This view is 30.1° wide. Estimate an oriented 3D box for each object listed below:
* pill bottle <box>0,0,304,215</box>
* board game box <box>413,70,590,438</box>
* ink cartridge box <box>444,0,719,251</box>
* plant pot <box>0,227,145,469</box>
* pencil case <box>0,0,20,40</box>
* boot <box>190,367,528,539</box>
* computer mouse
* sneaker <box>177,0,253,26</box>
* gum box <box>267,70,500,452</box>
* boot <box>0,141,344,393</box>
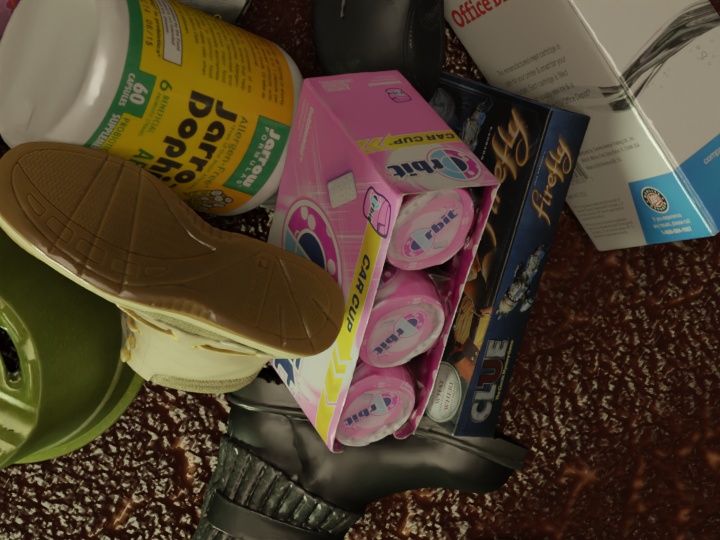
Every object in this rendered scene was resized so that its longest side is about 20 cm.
[{"bbox_3d":[-0.103,-0.095,0.788,0.200,0.113,0.113,17,100,-45],"label":"pill bottle"},{"bbox_3d":[0.057,-0.016,0.830,0.034,0.135,0.201,8,103,-37],"label":"board game box"},{"bbox_3d":[0.150,-0.118,0.807,0.086,0.146,0.200,-35,98,-16],"label":"ink cartridge box"},{"bbox_3d":[-0.232,0.044,0.806,0.199,0.190,0.201,0,98,-2],"label":"plant pot"},{"bbox_3d":[-0.221,-0.212,0.825,0.087,0.087,0.200,37,95,-6],"label":"pencil case"},{"bbox_3d":[-0.005,0.158,0.882,0.210,0.079,0.159,11,91,7],"label":"boot"},{"bbox_3d":[0.003,-0.186,0.818,0.138,0.053,0.201,10,107,40],"label":"computer mouse"},{"bbox_3d":[-0.142,-0.150,0.837,0.106,0.075,0.200,34,95,-6],"label":"sneaker"},{"bbox_3d":[0.000,0.000,0.781,0.066,0.114,0.201,-10,134,-29],"label":"gum box"},{"bbox_3d":[-0.124,0.008,0.760,0.199,0.155,0.073,23,67,-17],"label":"boot"}]
